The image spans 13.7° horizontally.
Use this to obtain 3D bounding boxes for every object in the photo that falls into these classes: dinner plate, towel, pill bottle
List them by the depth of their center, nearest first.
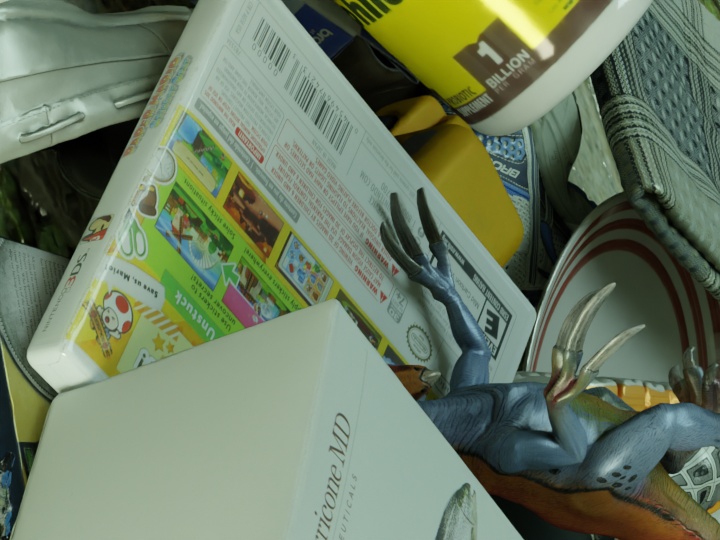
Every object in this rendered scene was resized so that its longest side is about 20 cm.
[{"bbox_3d":[0.015,-0.152,1.125,0.200,0.109,0.109,42,32,-10],"label":"pill bottle"},{"bbox_3d":[0.115,0.063,1.354,0.200,0.024,0.201,-5,96,-57],"label":"dinner plate"},{"bbox_3d":[0.158,-0.065,1.396,0.200,0.034,0.193,41,29,-47],"label":"towel"}]

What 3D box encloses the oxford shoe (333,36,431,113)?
[{"bbox_3d":[0.014,-0.104,1.304,0.073,0.084,0.200,68,24,0],"label":"oxford shoe"}]

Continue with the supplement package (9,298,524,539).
[{"bbox_3d":[-0.012,0.129,0.962,0.200,0.117,0.117,52,33,-33],"label":"supplement package"}]

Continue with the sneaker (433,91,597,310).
[{"bbox_3d":[0.061,-0.013,1.358,0.085,0.077,0.200,-51,141,-24],"label":"sneaker"}]

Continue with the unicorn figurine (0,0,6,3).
[{"bbox_3d":[-0.113,-0.134,1.022,0.137,0.074,0.200,32,43,9],"label":"unicorn figurine"}]

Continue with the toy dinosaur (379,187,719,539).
[{"bbox_3d":[0.068,0.065,1.076,0.181,0.105,0.201,-17,98,-26],"label":"toy dinosaur"}]

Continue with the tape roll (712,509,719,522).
[{"bbox_3d":[0.148,0.199,1.348,0.203,0.037,0.203,9,79,-57],"label":"tape roll"}]

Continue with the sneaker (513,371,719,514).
[{"bbox_3d":[0.120,0.084,1.277,0.200,0.078,0.078,5,87,-44],"label":"sneaker"}]

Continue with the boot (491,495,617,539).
[{"bbox_3d":[0.081,0.169,1.139,0.154,0.073,0.204,-125,-149,-75],"label":"boot"}]

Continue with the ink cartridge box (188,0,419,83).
[{"bbox_3d":[-0.055,-0.155,1.178,0.200,0.042,0.120,31,41,-19],"label":"ink cartridge box"}]

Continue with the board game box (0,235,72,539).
[{"bbox_3d":[-0.086,0.096,1.015,0.135,0.035,0.201,20,55,-58],"label":"board game box"}]

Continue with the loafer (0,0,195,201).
[{"bbox_3d":[-0.092,-0.058,1.083,0.200,0.070,0.070,-1,76,-55],"label":"loafer"}]

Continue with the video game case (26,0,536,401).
[{"bbox_3d":[-0.021,0.022,1.073,0.200,0.023,0.182,49,47,-32],"label":"video game case"}]

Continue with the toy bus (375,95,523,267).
[{"bbox_3d":[0.000,0.000,1.184,0.200,0.078,0.065,-47,115,-46],"label":"toy bus"}]
